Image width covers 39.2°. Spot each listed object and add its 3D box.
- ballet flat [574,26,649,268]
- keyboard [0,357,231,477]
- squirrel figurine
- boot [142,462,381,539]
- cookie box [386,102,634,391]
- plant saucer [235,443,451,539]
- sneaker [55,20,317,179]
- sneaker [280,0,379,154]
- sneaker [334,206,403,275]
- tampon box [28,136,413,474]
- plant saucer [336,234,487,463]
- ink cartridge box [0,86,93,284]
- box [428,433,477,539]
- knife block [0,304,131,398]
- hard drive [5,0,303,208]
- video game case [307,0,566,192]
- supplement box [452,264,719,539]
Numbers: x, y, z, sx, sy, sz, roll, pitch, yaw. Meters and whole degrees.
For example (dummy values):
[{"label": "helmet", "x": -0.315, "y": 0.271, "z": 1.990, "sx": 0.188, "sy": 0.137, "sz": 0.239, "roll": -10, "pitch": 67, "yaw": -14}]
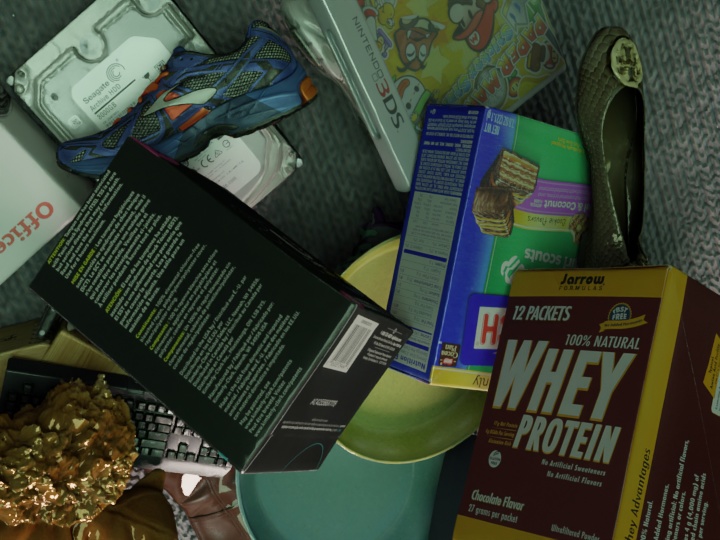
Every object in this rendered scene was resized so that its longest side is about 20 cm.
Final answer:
[{"label": "ballet flat", "x": 0.191, "y": -0.076, "z": 0.740, "sx": 0.067, "sy": 0.046, "sz": 0.203, "roll": -3, "pitch": 97, "yaw": -33}, {"label": "keyboard", "x": -0.182, "y": 0.101, "z": 0.807, "sx": 0.198, "sy": 0.021, "sz": 0.128, "roll": 11, "pitch": 106, "yaw": -19}, {"label": "squirrel figurine", "x": -0.222, "y": 0.182, "z": 0.755, "sx": 0.185, "sy": 0.142, "sz": 0.202, "roll": 6, "pitch": 122, "yaw": -22}, {"label": "boot", "x": -0.102, "y": 0.151, "z": 0.887, "sx": 0.185, "sy": 0.064, "sz": 0.201, "roll": -33, "pitch": 106, "yaw": -1}, {"label": "cookie box", "x": 0.117, "y": -0.010, "z": 0.776, "sx": 0.170, "sy": 0.075, "sz": 0.202, "roll": 9, "pitch": 93, "yaw": -33}, {"label": "plant saucer", "x": -0.016, "y": 0.168, "z": 0.862, "sx": 0.198, "sy": 0.036, "sz": 0.203, "roll": 3, "pitch": 83, "yaw": -23}, {"label": "sneaker", "x": -0.134, "y": -0.123, "z": 0.754, "sx": 0.198, "sy": 0.075, "sz": 0.079, "roll": -24, "pitch": 97, "yaw": -9}, {"label": "sneaker", "x": 0.029, "y": -0.156, "z": 0.805, "sx": 0.099, "sy": 0.078, "sz": 0.201, "roll": -38, "pitch": 111, "yaw": -1}, {"label": "sneaker", "x": 0.000, "y": 0.000, "z": 0.857, "sx": 0.199, "sy": 0.074, "sz": 0.088, "roll": -28, "pitch": 101, "yaw": -13}, {"label": "tampon box", "x": -0.090, "y": 0.027, "z": 0.697, "sx": 0.199, "sy": 0.150, "sz": 0.127, "roll": 37, "pitch": 92, "yaw": 19}, {"label": "plant saucer", "x": 0.043, "y": 0.060, "z": 0.827, "sx": 0.198, "sy": 0.031, "sz": 0.202, "roll": -8, "pitch": 111, "yaw": -22}, {"label": "ink cartridge box", "x": -0.323, "y": -0.081, "z": 0.755, "sx": 0.146, "sy": 0.086, "sz": 0.200, "roll": -41, "pitch": 108, "yaw": 4}, {"label": "box", "x": 0.182, "y": 0.217, "z": 0.870, "sx": 0.199, "sy": 0.147, "sz": 0.105, "roll": 25, "pitch": 72, "yaw": -36}, {"label": "knife block", "x": -0.220, "y": 0.086, "z": 0.837, "sx": 0.173, "sy": 0.064, "sz": 0.202, "roll": -12, "pitch": 109, "yaw": -7}, {"label": "hard drive", "x": -0.158, "y": -0.119, "z": 0.800, "sx": 0.139, "sy": 0.038, "sz": 0.200, "roll": -39, "pitch": 109, "yaw": 2}, {"label": "video game case", "x": 0.064, "y": -0.190, "z": 0.779, "sx": 0.200, "sy": 0.023, "sz": 0.183, "roll": -39, "pitch": 115, "yaw": -27}, {"label": "supplement box", "x": 0.198, "y": 0.123, "z": 0.708, "sx": 0.199, "sy": 0.132, "sz": 0.199, "roll": 25, "pitch": 74, "yaw": -35}]
